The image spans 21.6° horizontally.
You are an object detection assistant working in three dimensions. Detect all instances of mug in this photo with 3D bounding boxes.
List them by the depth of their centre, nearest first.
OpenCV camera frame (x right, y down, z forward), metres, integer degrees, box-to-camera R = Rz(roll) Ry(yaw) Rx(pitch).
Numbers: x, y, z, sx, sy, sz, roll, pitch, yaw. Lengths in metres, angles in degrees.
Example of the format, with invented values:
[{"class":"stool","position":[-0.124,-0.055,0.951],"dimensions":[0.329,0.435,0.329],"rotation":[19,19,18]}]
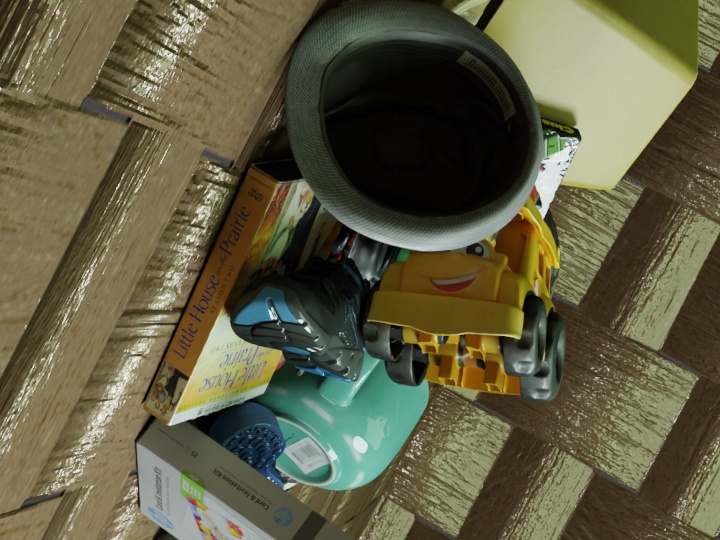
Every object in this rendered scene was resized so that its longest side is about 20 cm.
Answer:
[{"class":"mug","position":[-0.033,0.106,1.636],"dimensions":[0.115,0.151,0.186],"rotation":[-53,146,-33]}]

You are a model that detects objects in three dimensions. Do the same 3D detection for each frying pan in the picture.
[{"class":"frying pan","position":[0.001,-0.007,1.538],"dimensions":[0.115,0.031,0.191],"rotation":[92,23,-69]}]

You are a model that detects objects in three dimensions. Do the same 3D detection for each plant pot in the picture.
[{"class":"plant pot","position":[0.172,-0.186,1.563],"dimensions":[0.201,0.175,0.201],"rotation":[-55,-168,36]}]

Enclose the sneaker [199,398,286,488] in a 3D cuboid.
[{"class":"sneaker","position":[-0.103,0.132,1.528],"dimensions":[0.070,0.078,0.200],"rotation":[-21,160,-10]}]

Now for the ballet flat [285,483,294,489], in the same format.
[{"class":"ballet flat","position":[-0.062,0.167,1.913],"dimensions":[0.200,0.069,0.070],"rotation":[-54,169,-44]}]

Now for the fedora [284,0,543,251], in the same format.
[{"class":"fedora","position":[0.025,-0.092,1.305],"dimensions":[0.090,0.198,0.179],"rotation":[147,-64,-63]}]

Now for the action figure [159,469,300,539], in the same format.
[{"class":"action figure","position":[-0.128,0.227,1.708],"dimensions":[0.131,0.069,0.200],"rotation":[-60,170,26]}]

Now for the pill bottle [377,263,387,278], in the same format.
[{"class":"pill bottle","position":[0.076,-0.077,1.807],"dimensions":[0.201,0.112,0.112],"rotation":[-56,170,-24]}]

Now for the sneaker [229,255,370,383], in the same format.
[{"class":"sneaker","position":[-0.040,0.023,1.354],"dimensions":[0.200,0.072,0.083],"rotation":[46,59,-74]}]

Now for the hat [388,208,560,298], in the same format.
[{"class":"hat","position":[0.086,-0.024,1.703],"dimensions":[0.081,0.200,0.202],"rotation":[16,-107,55]}]

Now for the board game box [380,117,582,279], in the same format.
[{"class":"board game box","position":[0.093,-0.042,1.536],"dimensions":[0.024,0.104,0.201],"rotation":[-96,-154,-59]}]

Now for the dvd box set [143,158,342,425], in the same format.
[{"class":"dvd box set","position":[-0.075,0.012,1.376],"dimensions":[0.146,0.029,0.201],"rotation":[-12,131,-64]}]

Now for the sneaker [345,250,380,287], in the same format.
[{"class":"sneaker","position":[-0.019,0.074,1.746],"dimensions":[0.147,0.081,0.200],"rotation":[-47,142,3]}]

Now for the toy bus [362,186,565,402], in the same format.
[{"class":"toy bus","position":[0.092,-0.008,1.431],"dimensions":[0.200,0.134,0.194],"rotation":[47,53,-70]}]

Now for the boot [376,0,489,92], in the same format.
[{"class":"boot","position":[0.042,-0.164,1.456],"dimensions":[0.200,0.072,0.156],"rotation":[-52,167,-41]}]

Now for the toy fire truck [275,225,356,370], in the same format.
[{"class":"toy fire truck","position":[-0.042,0.001,1.557],"dimensions":[0.201,0.048,0.141],"rotation":[-60,171,-15]}]

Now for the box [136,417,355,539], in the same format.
[{"class":"box","position":[-0.081,0.201,1.440],"dimensions":[0.041,0.199,0.156],"rotation":[-50,168,-24]}]
